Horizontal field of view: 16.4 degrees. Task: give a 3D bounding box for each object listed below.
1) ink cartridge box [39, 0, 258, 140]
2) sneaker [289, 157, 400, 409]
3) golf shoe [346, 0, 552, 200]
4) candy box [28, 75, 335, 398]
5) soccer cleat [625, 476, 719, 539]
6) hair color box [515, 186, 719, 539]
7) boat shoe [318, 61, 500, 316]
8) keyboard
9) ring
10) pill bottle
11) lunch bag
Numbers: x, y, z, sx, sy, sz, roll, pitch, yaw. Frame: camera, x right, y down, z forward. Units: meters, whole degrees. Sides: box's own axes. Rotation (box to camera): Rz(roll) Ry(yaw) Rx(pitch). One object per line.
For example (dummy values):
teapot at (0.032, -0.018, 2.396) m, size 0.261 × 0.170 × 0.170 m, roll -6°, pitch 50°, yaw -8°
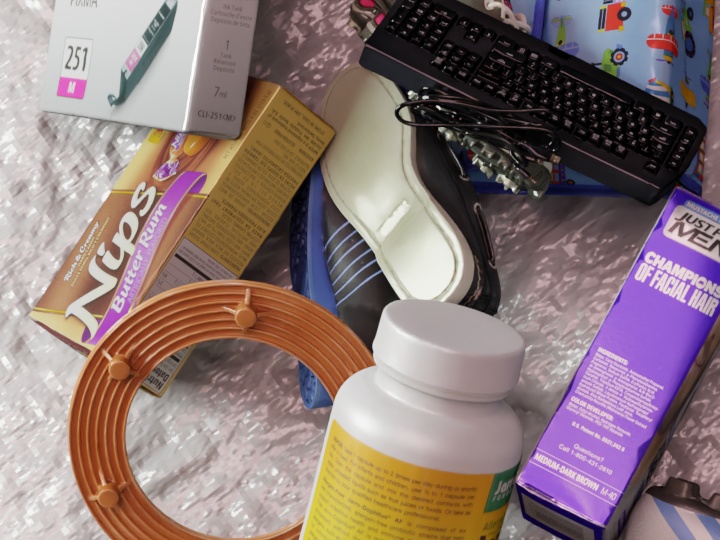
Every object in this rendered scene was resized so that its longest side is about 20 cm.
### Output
ink cartridge box at (-0.129, -0.177, 1.576) m, size 0.200 × 0.043 × 0.174 m, roll 12°, pitch 95°, yaw 56°
sneaker at (0.000, 0.000, 1.562) m, size 0.078 × 0.070 × 0.201 m, roll 4°, pitch 61°, yaw -13°
golf shoe at (0.068, -0.126, 1.516) m, size 0.088 × 0.077 × 0.200 m, roll -41°, pitch 51°, yaw 6°
candy box at (-0.113, -0.028, 1.562) m, size 0.200 × 0.056 × 0.117 m, roll -56°, pitch 32°, yaw -7°
soccer cleat at (0.244, 0.187, 1.439) m, size 0.200 × 0.070 × 0.087 m, roll 19°, pitch 91°, yaw 21°
hair color box at (0.165, 0.062, 1.469) m, size 0.065 × 0.109 × 0.200 m, roll 26°, pitch 78°, yaw 12°
boat shoe at (0.035, -0.045, 1.524) m, size 0.075 × 0.066 × 0.200 m, roll -47°, pitch 47°, yaw 18°
keyboard at (0.100, -0.104, 1.449) m, size 0.200 × 0.040 × 0.104 m, roll 25°, pitch 53°, yaw 8°
ring at (-0.076, 0.103, 1.495) m, size 0.200 × 0.019 × 0.201 m, roll 0°, pitch 108°, yaw 0°
pill bottle at (0.030, 0.123, 1.433) m, size 0.113 × 0.113 × 0.201 m, roll 20°, pitch 108°, yaw 19°
lunch bag at (0.114, -0.125, 1.577) m, size 0.199 × 0.094 × 0.151 m, roll -2°, pitch 71°, yaw 25°
